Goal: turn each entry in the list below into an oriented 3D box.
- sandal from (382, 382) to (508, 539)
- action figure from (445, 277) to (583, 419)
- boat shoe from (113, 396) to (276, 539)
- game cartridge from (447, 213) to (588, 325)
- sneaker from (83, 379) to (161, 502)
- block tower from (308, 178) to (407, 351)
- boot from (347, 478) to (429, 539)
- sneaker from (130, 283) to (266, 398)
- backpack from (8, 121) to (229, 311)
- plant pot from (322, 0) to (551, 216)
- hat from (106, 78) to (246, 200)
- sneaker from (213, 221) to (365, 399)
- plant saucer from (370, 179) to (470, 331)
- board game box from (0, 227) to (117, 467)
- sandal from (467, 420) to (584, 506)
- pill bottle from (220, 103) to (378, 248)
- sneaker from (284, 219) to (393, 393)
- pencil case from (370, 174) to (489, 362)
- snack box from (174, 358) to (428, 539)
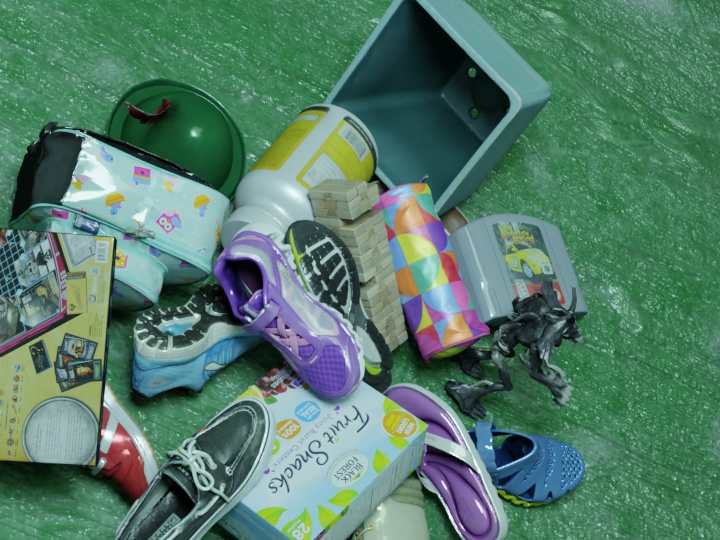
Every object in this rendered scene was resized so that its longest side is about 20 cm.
[{"bbox_3d":[0.085,0.203,1.336,0.203,0.083,0.050,52,28,17],"label":"sandal"},{"bbox_3d":[0.188,0.087,1.402,0.101,0.200,0.120,26,50,-28],"label":"action figure"},{"bbox_3d":[-0.152,0.189,1.145,0.073,0.068,0.199,37,72,24],"label":"boat shoe"},{"bbox_3d":[0.191,-0.002,1.528,0.199,0.041,0.134,-1,64,-46],"label":"game cartridge"},{"bbox_3d":[-0.271,0.156,1.177,0.112,0.071,0.201,-32,84,-35],"label":"sneaker"},{"bbox_3d":[0.000,0.000,1.359,0.054,0.057,0.202,-35,122,-44],"label":"block tower"},{"bbox_3d":[-0.002,0.285,1.265,0.198,0.072,0.156,2,65,-36],"label":"boot"},{"bbox_3d":[-0.165,0.076,1.287,0.078,0.091,0.199,37,29,26],"label":"sneaker"},{"bbox_3d":[-0.234,-0.043,1.242,0.198,0.175,0.155,13,76,-23],"label":"backpack"},{"bbox_3d":[0.115,-0.205,1.513,0.196,0.197,0.199,48,33,15],"label":"plant pot"},{"bbox_3d":[-0.169,-0.163,1.338,0.165,0.176,0.201,27,54,-15],"label":"hat"},{"bbox_3d":[-0.077,0.046,1.240,0.201,0.080,0.088,53,23,7],"label":"sneaker"},{"bbox_3d":[0.059,-0.012,1.485,0.199,0.034,0.202,15,57,-25],"label":"plant saucer"},{"bbox_3d":[-0.289,0.066,1.113,0.134,0.035,0.202,5,86,-7],"label":"board game box"},{"bbox_3d":[0.171,0.210,1.400,0.198,0.087,0.080,9,59,-29],"label":"sandal"},{"bbox_3d":[-0.069,-0.086,1.398,0.112,0.112,0.200,40,52,-5],"label":"pill bottle"},{"bbox_3d":[-0.039,0.044,1.330,0.074,0.080,0.202,-32,106,-44],"label":"sneaker"},{"bbox_3d":[0.073,-0.003,1.402,0.088,0.088,0.202,-13,78,-35],"label":"pencil case"},{"bbox_3d":[-0.057,0.184,1.249,0.168,0.068,0.200,32,49,24],"label":"snack box"}]
